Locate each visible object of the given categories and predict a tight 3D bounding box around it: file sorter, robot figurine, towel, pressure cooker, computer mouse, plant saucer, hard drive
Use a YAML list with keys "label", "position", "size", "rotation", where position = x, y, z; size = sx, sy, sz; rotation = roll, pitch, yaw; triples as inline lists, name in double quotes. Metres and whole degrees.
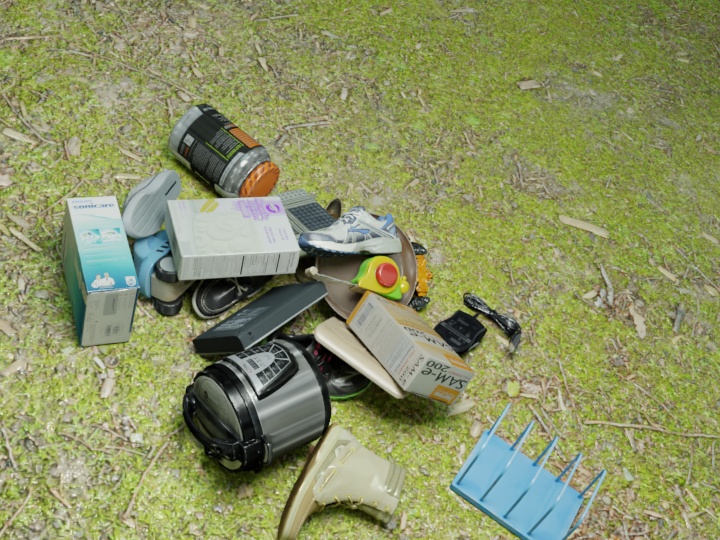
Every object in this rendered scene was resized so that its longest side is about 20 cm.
- label: "file sorter"
  position: [0.277, 0.336, 1.572]
  size: [0.200, 0.123, 0.139]
  rotation: [34, 48, 9]
- label: "robot figurine"
  position: [0.042, 0.012, 1.783]
  size: [0.199, 0.058, 0.146]
  rotation: [-2, 87, -27]
- label: "towel"
  position: [-0.136, -0.076, 1.760]
  size: [0.199, 0.035, 0.193]
  rotation: [-15, 44, -36]
- label: "pressure cooker"
  position: [-0.165, 0.212, 1.473]
  size: [0.199, 0.176, 0.179]
  rotation: [-19, 85, -32]
- label: "computer mouse"
  position: [0.214, 0.126, 1.788]
  size: [0.140, 0.046, 0.200]
  rotation: [32, 35, 13]
- label: "plant saucer"
  position: [0.007, -0.003, 1.717]
  size: [0.199, 0.032, 0.201]
  rotation: [3, 83, -26]
- label: "hard drive"
  position: [-0.167, 0.077, 1.623]
  size: [0.200, 0.139, 0.033]
  rotation: [-35, 107, -39]

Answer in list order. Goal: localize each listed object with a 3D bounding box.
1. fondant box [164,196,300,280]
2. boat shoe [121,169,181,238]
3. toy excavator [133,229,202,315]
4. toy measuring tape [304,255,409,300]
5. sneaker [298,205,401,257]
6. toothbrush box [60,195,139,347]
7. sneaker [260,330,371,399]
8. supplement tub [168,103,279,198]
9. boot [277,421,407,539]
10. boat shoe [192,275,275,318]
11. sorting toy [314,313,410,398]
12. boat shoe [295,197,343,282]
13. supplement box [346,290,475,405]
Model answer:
- label: "fondant box"
  position: [-0.217, -0.056, 1.622]
  size: [0.199, 0.058, 0.145]
  rotation: [-3, 44, -22]
- label: "boat shoe"
  position: [-0.375, -0.109, 1.673]
  size: [0.067, 0.074, 0.200]
  rotation: [-8, 24, 19]
- label: "toy excavator"
  position: [-0.355, -0.044, 1.688]
  size: [0.199, 0.100, 0.195]
  rotation: [26, 44, 14]
- label: "toy measuring tape"
  position: [0.000, 0.000, 1.655]
  size: [0.199, 0.074, 0.074]
  rotation: [16, 45, -28]
- label: "sneaker"
  position: [-0.021, -0.067, 1.658]
  size: [0.199, 0.077, 0.086]
  rotation: [-1, 84, -36]
- label: "toothbrush box"
  position: [-0.428, 0.000, 1.576]
  size: [0.085, 0.147, 0.200]
  rotation: [-6, 52, -26]
- label: "sneaker"
  position: [-0.072, 0.156, 1.620]
  size: [0.199, 0.084, 0.077]
  rotation: [17, 47, -7]
- label: "supplement tub"
  position: [-0.258, -0.216, 1.848]
  size: [0.200, 0.123, 0.122]
  rotation: [39, 48, 14]
- label: "boot"
  position: [-0.025, 0.352, 1.476]
  size: [0.155, 0.073, 0.200]
  rotation: [33, 56, -4]
- label: "boat shoe"
  position: [-0.209, 0.017, 1.692]
  size: [0.200, 0.060, 0.074]
  rotation: [-34, 102, -42]
- label: "sorting toy"
  position: [0.015, 0.144, 1.644]
  size: [0.185, 0.037, 0.200]
  rotation: [35, 13, 6]
- label: "boat shoe"
  position: [-0.076, -0.057, 1.820]
  size: [0.073, 0.063, 0.200]
  rotation: [18, 47, -6]
- label: "supplement box"
  position: [0.082, 0.127, 1.618]
  size: [0.126, 0.074, 0.200]
  rotation: [22, 17, -43]
